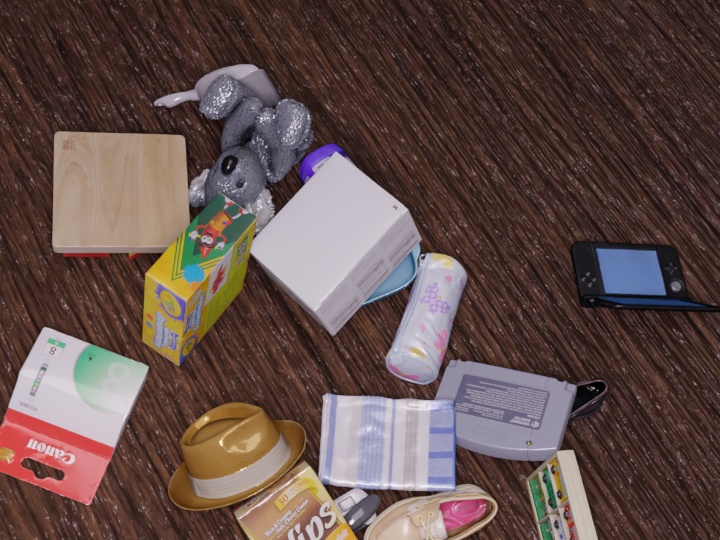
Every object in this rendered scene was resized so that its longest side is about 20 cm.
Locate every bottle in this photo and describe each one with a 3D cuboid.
[{"bbox_3d":[-0.013,-0.110,1.696,0.083,0.065,0.200,-31,73,-30],"label":"bottle"}]

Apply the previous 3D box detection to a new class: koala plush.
[{"bbox_3d":[-0.176,-0.163,1.650,0.176,0.184,0.202,21,78,12],"label":"koala plush"}]

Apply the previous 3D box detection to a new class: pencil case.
[{"bbox_3d":[0.101,0.071,1.607,0.082,0.091,0.202,-1,54,31],"label":"pencil case"}]

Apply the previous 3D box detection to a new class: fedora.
[{"bbox_3d":[-0.172,0.231,1.394,0.200,0.200,0.083,-33,114,-27],"label":"fedora"}]

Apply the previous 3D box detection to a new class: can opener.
[{"bbox_3d":[-0.061,0.353,1.421,0.199,0.067,0.054,-26,72,-25],"label":"can opener"}]

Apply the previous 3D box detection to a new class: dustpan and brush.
[{"bbox_3d":[-0.241,-0.287,1.725,0.198,0.140,0.058,-21,73,4],"label":"dustpan and brush"}]

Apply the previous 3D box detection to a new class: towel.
[{"bbox_3d":[0.039,0.242,1.503,0.197,0.024,0.148,3,52,2],"label":"towel"}]

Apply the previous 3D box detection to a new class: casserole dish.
[{"bbox_3d":[0.000,0.000,1.617,0.198,0.039,0.122,-23,66,6],"label":"casserole dish"}]

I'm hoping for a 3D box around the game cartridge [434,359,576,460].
[{"bbox_3d":[0.205,0.207,1.548,0.198,0.041,0.134,10,51,23],"label":"game cartridge"}]

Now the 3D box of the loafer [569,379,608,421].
[{"bbox_3d":[0.286,0.205,1.595,0.198,0.063,0.072,-16,66,-22],"label":"loafer"}]

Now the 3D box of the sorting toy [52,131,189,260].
[{"bbox_3d":[-0.363,-0.106,1.603,0.196,0.070,0.202,0,61,-14],"label":"sorting toy"}]

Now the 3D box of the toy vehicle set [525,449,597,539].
[{"bbox_3d":[0.286,0.366,1.469,0.026,0.125,0.202,-2,61,-16],"label":"toy vehicle set"}]

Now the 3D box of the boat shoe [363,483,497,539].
[{"bbox_3d":[0.100,0.346,1.454,0.198,0.069,0.075,-19,94,-23],"label":"boat shoe"}]

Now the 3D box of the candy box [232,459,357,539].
[{"bbox_3d":[-0.064,0.363,1.366,0.115,0.055,0.201,-33,98,-12],"label":"candy box"}]

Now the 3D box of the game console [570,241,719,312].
[{"bbox_3d":[0.463,0.010,1.719,0.197,0.117,0.178,3,61,-13],"label":"game console"}]

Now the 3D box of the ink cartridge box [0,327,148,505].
[{"bbox_3d":[-0.400,0.194,1.439,0.159,0.050,0.202,21,56,-2],"label":"ink cartridge box"}]

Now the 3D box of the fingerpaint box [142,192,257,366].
[{"bbox_3d":[-0.231,0.015,1.492,0.073,0.201,0.167,32,59,7],"label":"fingerpaint box"}]

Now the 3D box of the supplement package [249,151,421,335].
[{"bbox_3d":[-0.038,-0.040,1.561,0.155,0.111,0.200,40,82,25],"label":"supplement package"}]
